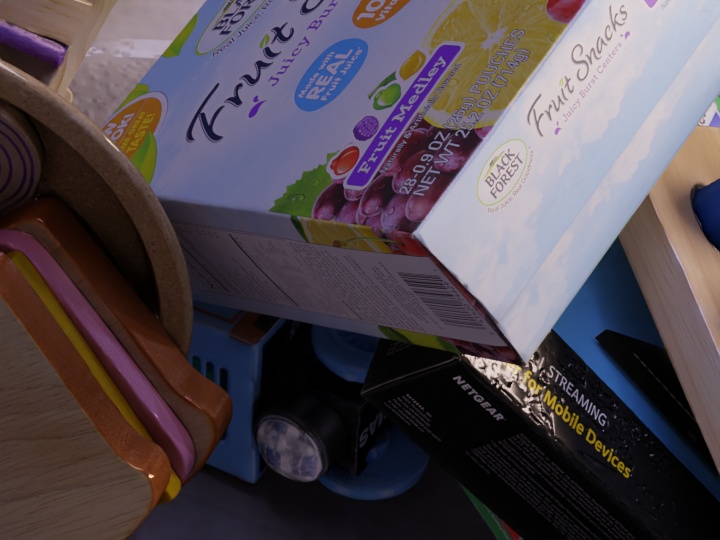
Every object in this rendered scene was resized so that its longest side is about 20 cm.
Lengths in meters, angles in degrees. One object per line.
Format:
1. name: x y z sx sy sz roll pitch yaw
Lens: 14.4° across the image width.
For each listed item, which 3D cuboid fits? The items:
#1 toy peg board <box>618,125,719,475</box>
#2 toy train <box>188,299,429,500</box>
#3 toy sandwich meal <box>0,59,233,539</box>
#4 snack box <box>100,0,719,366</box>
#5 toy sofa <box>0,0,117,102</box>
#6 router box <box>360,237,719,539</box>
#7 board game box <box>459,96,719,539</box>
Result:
1. toy peg board: 0.196 0.027 0.936 0.199 0.098 0.200 1 63 -55
2. toy train: 0.000 0.000 1.051 0.114 0.087 0.200 23 45 19
3. toy sandwich meal: -0.143 0.015 0.899 0.205 0.205 0.070 16 42 4
4. snack box: 0.019 -0.063 0.918 0.200 0.068 0.169 7 55 54
5. toy sofa: -0.195 -0.113 1.042 0.200 0.098 0.083 18 20 -40
6. router box: 0.101 0.038 0.964 0.200 0.051 0.149 42 48 -26
7. board game box: 0.101 0.028 1.027 0.135 0.029 0.200 56 46 -15
